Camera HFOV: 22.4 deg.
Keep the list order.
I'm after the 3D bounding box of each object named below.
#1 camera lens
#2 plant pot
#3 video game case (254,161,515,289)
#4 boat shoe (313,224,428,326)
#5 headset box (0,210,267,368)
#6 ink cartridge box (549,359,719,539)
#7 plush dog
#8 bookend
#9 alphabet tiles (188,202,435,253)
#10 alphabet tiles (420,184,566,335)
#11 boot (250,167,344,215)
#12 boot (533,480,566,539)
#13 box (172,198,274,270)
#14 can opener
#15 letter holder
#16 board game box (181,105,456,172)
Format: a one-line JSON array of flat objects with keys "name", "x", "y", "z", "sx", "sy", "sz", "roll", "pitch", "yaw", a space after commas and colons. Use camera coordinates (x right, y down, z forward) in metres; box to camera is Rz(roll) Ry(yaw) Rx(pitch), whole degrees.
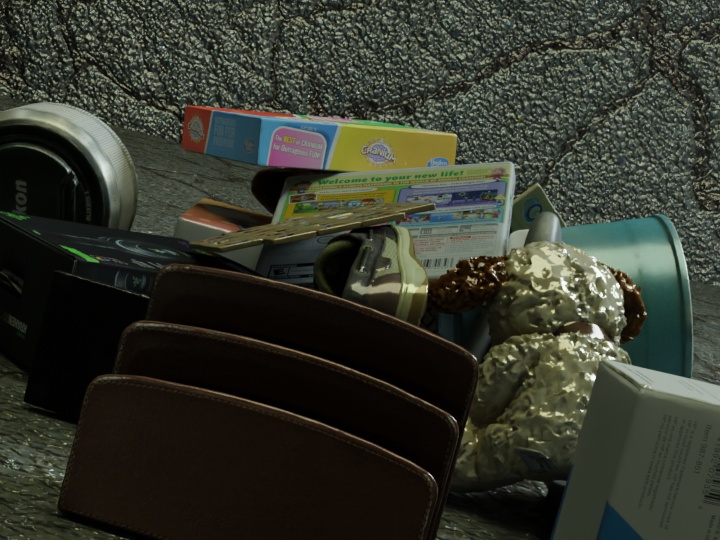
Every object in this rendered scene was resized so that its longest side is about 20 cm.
[{"name": "camera lens", "x": -0.278, "y": -0.063, "z": 1.579, "sx": 0.158, "sy": 0.162, "sz": 0.200, "roll": 14, "pitch": 7, "yaw": -2}, {"name": "plant pot", "x": 0.162, "y": 0.054, "z": 1.520, "sx": 0.186, "sy": 0.202, "sz": 0.200, "roll": 0, "pitch": 9, "yaw": -4}, {"name": "video game case", "x": 0.022, "y": -0.031, "z": 1.469, "sx": 0.198, "sy": 0.022, "sz": 0.183, "roll": -4, "pitch": 31, "yaw": 11}, {"name": "boat shoe", "x": 0.000, "y": 0.001, "z": 1.281, "sx": 0.065, "sy": 0.072, "sz": 0.201, "roll": 20, "pitch": 10, "yaw": -14}, {"name": "headset box", "x": -0.189, "y": 0.024, "z": 1.370, "sx": 0.199, "sy": 0.094, "sz": 0.174, "roll": 9, "pitch": 9, "yaw": -37}, {"name": "ink cartridge box", "x": 0.223, "y": 0.149, "z": 1.060, "sx": 0.198, "sy": 0.146, "sz": 0.084, "roll": 13, "pitch": 7, "yaw": -11}, {"name": "plush dog", "x": 0.135, "y": 0.061, "z": 1.266, "sx": 0.198, "sy": 0.173, "sz": 0.160, "roll": 9, "pitch": -25, "yaw": -30}, {"name": "bookend", "x": -0.100, "y": 0.063, "z": 1.262, "sx": 0.197, "sy": 0.093, "sz": 0.200, "roll": 16, "pitch": 6, "yaw": 9}, {"name": "alphabet tiles", "x": -0.040, "y": -0.033, "z": 1.373, "sx": 0.165, "sy": 0.006, "sz": 0.200, "roll": -12, "pitch": 5, "yaw": -14}, {"name": "alphabet tiles", "x": 0.118, "y": 0.018, "z": 1.600, "sx": 0.200, "sy": 0.166, "sz": 0.006, "roll": 53, "pitch": 2, "yaw": -35}, {"name": "boot", "x": 0.013, "y": -0.058, "z": 1.625, "sx": 0.199, "sy": 0.077, "sz": 0.155, "roll": 24, "pitch": 12, "yaw": 37}, {"name": "boot", "x": 0.230, "y": 0.174, "z": 1.190, "sx": 0.164, "sy": 0.066, "sz": 0.199, "roll": 10, "pitch": 0, "yaw": 36}, {"name": "box", "x": -0.091, "y": 0.012, "z": 1.605, "sx": 0.151, "sy": 0.107, "sz": 0.200, "roll": 15, "pitch": 7, "yaw": -1}, {"name": "can opener", "x": 0.107, "y": 0.045, "z": 1.400, "sx": 0.053, "sy": 0.201, "sz": 0.067, "roll": 17, "pitch": -25, "yaw": 19}, {"name": "letter holder", "x": -0.046, "y": 0.085, "z": 1.007, "sx": 0.198, "sy": 0.144, "sz": 0.101, "roll": 16, "pitch": 7, "yaw": 8}, {"name": "board game box", "x": -0.037, "y": -0.114, "z": 1.616, "sx": 0.198, "sy": 0.041, "sz": 0.153, "roll": 2, "pitch": 8, "yaw": -32}]
